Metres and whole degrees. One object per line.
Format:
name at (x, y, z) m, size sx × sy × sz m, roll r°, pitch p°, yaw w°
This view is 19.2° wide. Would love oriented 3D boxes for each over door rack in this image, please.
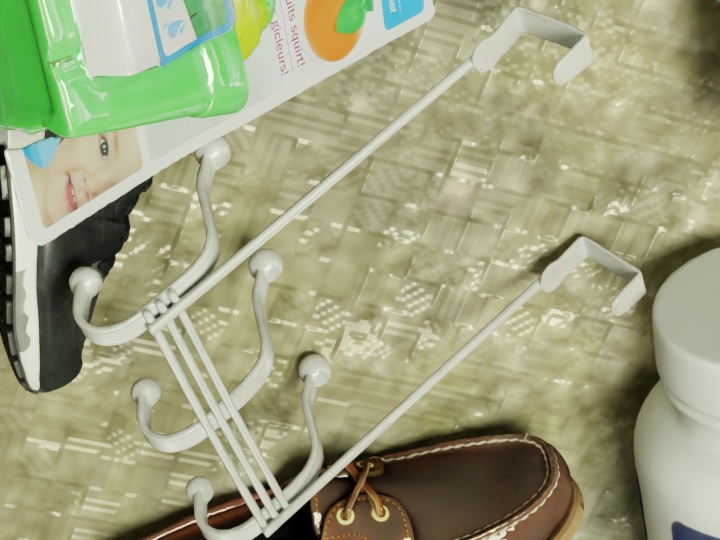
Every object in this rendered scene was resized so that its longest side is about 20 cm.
over door rack at (0.000, 0.000, 0.787) m, size 0.200 × 0.067 × 0.148 m, roll -32°, pitch 140°, yaw -8°

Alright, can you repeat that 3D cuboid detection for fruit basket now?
fruit basket at (-0.047, -0.128, 0.657) m, size 0.200 × 0.094 × 0.185 m, roll -29°, pitch 121°, yaw -36°

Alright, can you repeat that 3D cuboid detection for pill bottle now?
pill bottle at (0.173, 0.094, 0.862) m, size 0.120 × 0.120 × 0.200 m, roll -15°, pitch 123°, yaw -4°

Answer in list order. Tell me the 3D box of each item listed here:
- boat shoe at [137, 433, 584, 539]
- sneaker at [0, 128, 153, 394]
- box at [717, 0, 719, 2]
boat shoe at (-0.010, 0.112, 0.861) m, size 0.200 × 0.070 × 0.070 m, roll -24°, pitch 127°, yaw 2°
sneaker at (-0.089, -0.045, 0.751) m, size 0.087 × 0.076 × 0.200 m, roll -5°, pitch 121°, yaw -17°
box at (0.236, -0.131, 0.633) m, size 0.122 × 0.193 × 0.200 m, roll 19°, pitch 103°, yaw -28°
